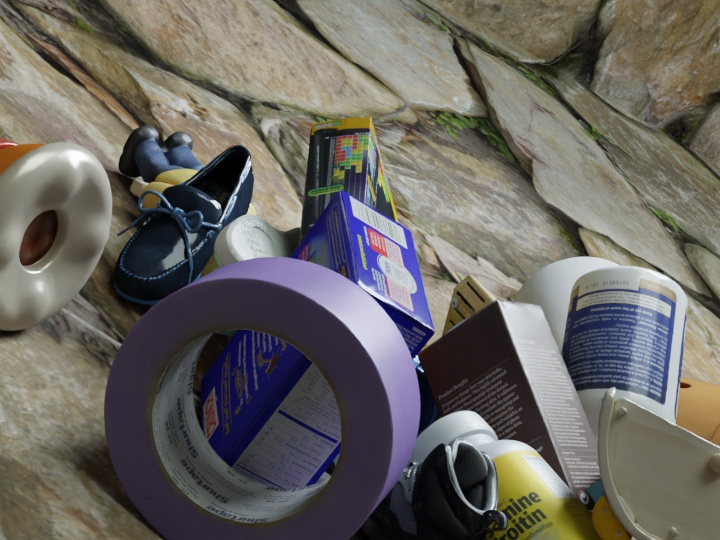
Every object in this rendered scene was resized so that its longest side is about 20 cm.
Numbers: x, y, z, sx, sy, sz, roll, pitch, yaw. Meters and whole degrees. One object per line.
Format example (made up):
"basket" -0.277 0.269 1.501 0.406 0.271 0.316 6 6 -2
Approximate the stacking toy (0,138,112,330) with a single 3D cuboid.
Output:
"stacking toy" -0.297 -0.056 1.427 0.200 0.146 0.146 27 11 27

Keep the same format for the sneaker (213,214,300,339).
"sneaker" -0.101 0.017 1.575 0.074 0.118 0.200 57 11 10

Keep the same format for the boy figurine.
"boy figurine" -0.146 -0.055 1.768 0.124 0.064 0.200 6 34 -40

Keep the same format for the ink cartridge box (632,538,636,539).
"ink cartridge box" 0.250 0.281 1.627 0.165 0.075 0.200 35 16 -8

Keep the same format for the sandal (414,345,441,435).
"sandal" 0.017 0.073 1.735 0.087 0.080 0.200 15 25 -41

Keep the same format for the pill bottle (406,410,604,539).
"pill bottle" 0.120 0.205 1.513 0.112 0.112 0.200 15 26 -49

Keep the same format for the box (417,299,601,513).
"box" 0.134 0.136 1.635 0.075 0.100 0.200 7 55 -49

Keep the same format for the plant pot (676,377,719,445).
"plant pot" 0.318 0.189 1.843 0.140 0.200 0.200 25 11 27

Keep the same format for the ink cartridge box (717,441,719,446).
"ink cartridge box" 0.357 0.214 1.704 0.200 0.109 0.050 20 22 -46

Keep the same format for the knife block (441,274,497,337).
"knife block" 0.156 0.084 1.814 0.175 0.200 0.064 -14 44 -30

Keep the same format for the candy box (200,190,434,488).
"candy box" -0.038 0.065 1.428 0.077 0.200 0.169 32 20 -18

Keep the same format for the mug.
"mug" 0.256 0.094 2.032 0.186 0.149 0.153 24 28 -16

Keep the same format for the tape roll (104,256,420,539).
"tape roll" -0.065 0.095 1.300 0.200 0.200 0.085 38 17 6

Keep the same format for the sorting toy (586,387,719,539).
"sorting toy" 0.256 0.186 1.518 0.200 0.107 0.180 27 -4 6

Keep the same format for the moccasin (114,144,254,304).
"moccasin" -0.153 -0.047 1.639 0.080 0.068 0.200 21 38 8

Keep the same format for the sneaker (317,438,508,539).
"sneaker" 0.036 0.159 1.469 0.075 0.114 0.200 15 27 -50

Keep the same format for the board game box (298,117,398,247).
"board game box" 0.000 0.000 1.617 0.200 0.057 0.165 74 13 -44

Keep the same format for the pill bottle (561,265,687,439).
"pill bottle" 0.235 0.106 1.761 0.111 0.111 0.200 28 56 -25
